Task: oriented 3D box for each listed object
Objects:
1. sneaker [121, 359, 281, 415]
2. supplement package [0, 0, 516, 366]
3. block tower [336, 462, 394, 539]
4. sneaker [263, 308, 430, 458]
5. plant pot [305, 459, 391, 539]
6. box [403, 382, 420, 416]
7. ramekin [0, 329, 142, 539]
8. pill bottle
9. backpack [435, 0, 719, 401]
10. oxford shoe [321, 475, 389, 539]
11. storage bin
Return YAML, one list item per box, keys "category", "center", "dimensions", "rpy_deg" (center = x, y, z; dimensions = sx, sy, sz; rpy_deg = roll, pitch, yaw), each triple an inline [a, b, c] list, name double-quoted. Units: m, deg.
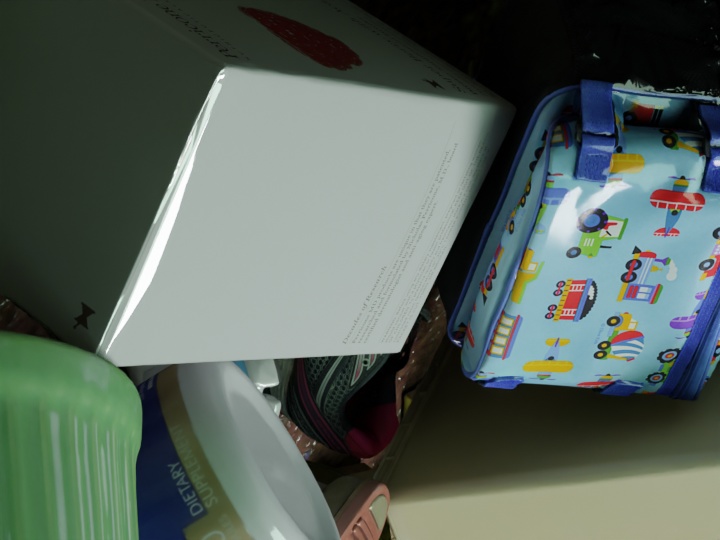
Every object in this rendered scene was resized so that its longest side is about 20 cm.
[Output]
- category: "sneaker"
  center: [-0.113, 0.108, 0.940]
  dimensions: [0.086, 0.075, 0.201]
  rpy_deg: [6, 118, -35]
- category: "supplement package"
  center: [-0.055, -0.045, 0.791]
  dimensions: [0.199, 0.121, 0.120]
  rpy_deg: [0, 121, -57]
- category: "block tower"
  center: [-0.028, 0.201, 1.164]
  dimensions: [0.058, 0.054, 0.201]
  rpy_deg: [-3, 123, -55]
- category: "sneaker"
  center: [0.000, 0.000, 0.972]
  dimensions: [0.080, 0.075, 0.201]
  rpy_deg: [-31, 143, -36]
- category: "plant pot"
  center: [-0.053, 0.202, 1.028]
  dimensions: [0.187, 0.186, 0.201]
  rpy_deg: [-6, 112, -54]
- category: "box"
  center: [0.118, 0.119, 1.144]
  dimensions: [0.075, 0.200, 0.050]
  rpy_deg: [-36, 146, -32]
- category: "ramekin"
  center: [-0.167, 0.103, 0.697]
  dimensions: [0.198, 0.098, 0.200]
  rpy_deg: [-10, 158, -4]
- category: "pill bottle"
  center: [-0.116, 0.130, 0.843]
  dimensions: [0.199, 0.116, 0.116]
  rpy_deg: [-32, 152, 6]
- category: "backpack"
  center: [0.144, -0.033, 0.901]
  dimensions: [0.198, 0.135, 0.183]
  rpy_deg: [7, 134, -16]
- category: "oxford shoe"
  center: [-0.067, 0.158, 0.908]
  dimensions: [0.200, 0.074, 0.071]
  rpy_deg: [-47, 154, -16]
- category: "storage bin"
  center: [0.130, 0.080, 0.997]
  dimensions: [0.094, 0.199, 0.199]
  rpy_deg: [68, 28, -23]
